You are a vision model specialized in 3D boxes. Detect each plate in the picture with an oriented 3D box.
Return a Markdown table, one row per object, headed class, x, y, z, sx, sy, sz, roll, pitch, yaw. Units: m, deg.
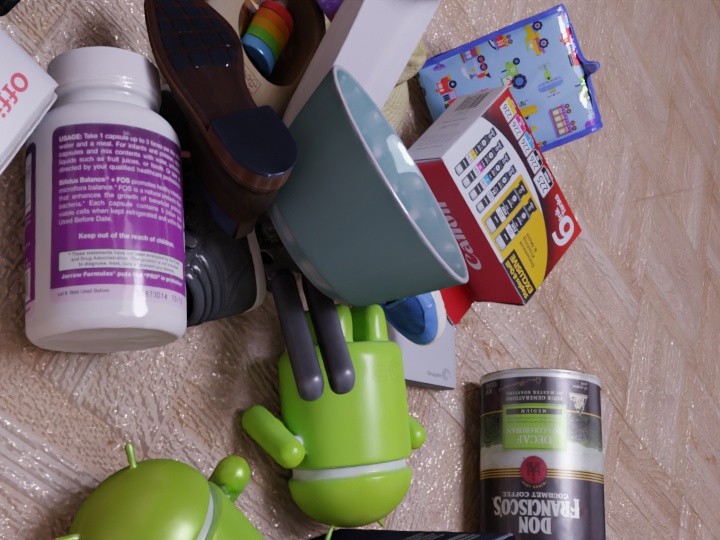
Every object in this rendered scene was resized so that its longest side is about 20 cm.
| class | x | y | z | sx | sy | sz | roll | pitch | yaw |
| --- | --- | --- | --- | --- | --- | --- | --- | --- | --- |
| plate | -0.007 | -0.185 | 0.801 | 0.032 | 0.202 | 0.199 | 34 | 18 | 11 |

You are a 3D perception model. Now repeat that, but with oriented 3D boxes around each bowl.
| class | x | y | z | sx | sy | sz | roll | pitch | yaw |
| --- | --- | --- | --- | --- | --- | --- | --- | --- | --- |
| bowl | -0.005 | -0.051 | 0.700 | 0.202 | 0.104 | 0.201 | 53 | 14 | -19 |

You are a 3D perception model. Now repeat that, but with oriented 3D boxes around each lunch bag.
| class | x | y | z | sx | sy | sz | roll | pitch | yaw |
| --- | --- | --- | --- | --- | --- | --- | --- | --- | --- |
| lunch bag | 0.186 | -0.212 | 1.018 | 0.153 | 0.197 | 0.094 | 68 | 24 | -11 |

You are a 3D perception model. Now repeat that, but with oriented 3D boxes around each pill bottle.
| class | x | y | z | sx | sy | sz | roll | pitch | yaw |
| --- | --- | --- | --- | --- | --- | --- | --- | --- | --- |
| pill bottle | -0.182 | -0.049 | 0.615 | 0.111 | 0.111 | 0.204 | 10 | 71 | -48 |

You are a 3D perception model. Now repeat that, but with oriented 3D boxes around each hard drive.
| class | x | y | z | sx | sy | sz | roll | pitch | yaw |
| --- | --- | --- | --- | --- | --- | --- | --- | --- | --- |
| hard drive | 0.060 | 0.025 | 0.955 | 0.131 | 0.026 | 0.204 | 17 | 68 | -47 |

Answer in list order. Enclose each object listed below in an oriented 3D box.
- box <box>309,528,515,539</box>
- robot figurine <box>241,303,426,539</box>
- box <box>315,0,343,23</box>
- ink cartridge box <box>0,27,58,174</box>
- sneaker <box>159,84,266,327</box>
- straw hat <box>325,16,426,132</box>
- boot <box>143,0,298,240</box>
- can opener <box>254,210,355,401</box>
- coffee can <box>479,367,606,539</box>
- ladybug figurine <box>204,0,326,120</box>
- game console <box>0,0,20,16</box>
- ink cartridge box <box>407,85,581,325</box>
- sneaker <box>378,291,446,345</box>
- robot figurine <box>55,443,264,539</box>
| class | x | y | z | sx | sy | sz | roll | pitch | yaw |
| --- | --- | --- | --- | --- | --- | --- | --- | --- | --- |
| box | 0.029 | 0.327 | 0.706 | 0.116 | 0.198 | 0.201 | 1 | 79 | -50 |
| robot figurine | -0.013 | 0.134 | 0.769 | 0.174 | 0.115 | 0.204 | 2 | 79 | -45 |
| box | -0.042 | -0.332 | 0.849 | 0.137 | 0.039 | 0.201 | 52 | 21 | -24 |
| ink cartridge box | -0.306 | -0.123 | 0.509 | 0.200 | 0.083 | 0.147 | 47 | 48 | -31 |
| sneaker | -0.143 | -0.047 | 0.694 | 0.099 | 0.070 | 0.203 | -32 | 109 | -54 |
| straw hat | 0.024 | -0.238 | 0.932 | 0.199 | 0.084 | 0.205 | 16 | 69 | -48 |
| boot | -0.122 | -0.121 | 0.657 | 0.074 | 0.097 | 0.202 | -15 | 64 | -32 |
| can opener | -0.051 | 0.027 | 0.739 | 0.052 | 0.067 | 0.202 | -10 | 55 | -12 |
| coffee can | 0.208 | 0.227 | 0.989 | 0.145 | 0.145 | 0.204 | 22 | 64 | -45 |
| ladybug figurine | -0.100 | -0.206 | 0.786 | 0.136 | 0.071 | 0.202 | 50 | 46 | -30 |
| game console | -0.264 | -0.275 | 0.529 | 0.200 | 0.176 | 0.116 | 45 | 86 | -7 |
| ink cartridge box | 0.133 | -0.065 | 0.948 | 0.176 | 0.083 | 0.201 | -47 | 117 | -26 |
| sneaker | -0.001 | 0.000 | 0.830 | 0.111 | 0.076 | 0.202 | -32 | 92 | -52 |
| robot figurine | -0.124 | 0.218 | 0.605 | 0.201 | 0.115 | 0.176 | 54 | 50 | -26 |
